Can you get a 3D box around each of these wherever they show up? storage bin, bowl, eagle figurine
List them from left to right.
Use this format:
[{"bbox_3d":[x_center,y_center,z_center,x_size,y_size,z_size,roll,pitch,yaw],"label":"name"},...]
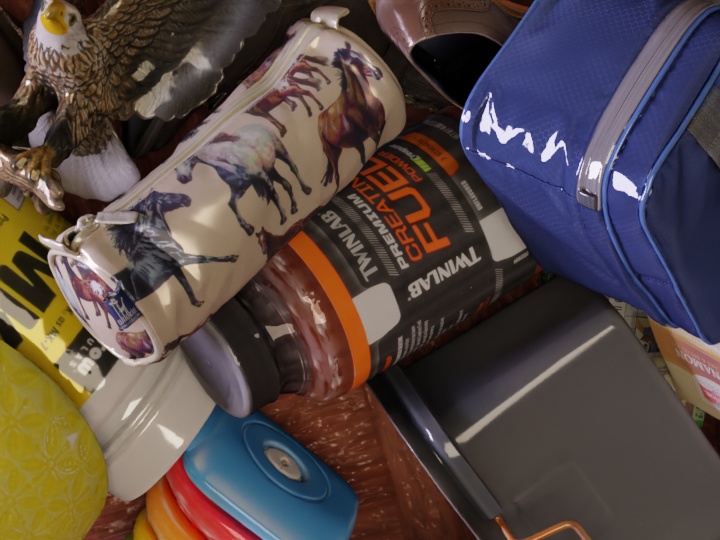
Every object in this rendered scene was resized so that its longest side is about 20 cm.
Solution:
[{"bbox_3d":[-0.244,0.117,1.523,0.200,0.108,0.200,16,142,13],"label":"bowl"},{"bbox_3d":[-0.136,-0.130,1.468,0.152,0.151,0.200,31,81,-25],"label":"eagle figurine"},{"bbox_3d":[0.117,0.105,1.590,0.134,0.146,0.200,-37,114,1],"label":"storage bin"}]

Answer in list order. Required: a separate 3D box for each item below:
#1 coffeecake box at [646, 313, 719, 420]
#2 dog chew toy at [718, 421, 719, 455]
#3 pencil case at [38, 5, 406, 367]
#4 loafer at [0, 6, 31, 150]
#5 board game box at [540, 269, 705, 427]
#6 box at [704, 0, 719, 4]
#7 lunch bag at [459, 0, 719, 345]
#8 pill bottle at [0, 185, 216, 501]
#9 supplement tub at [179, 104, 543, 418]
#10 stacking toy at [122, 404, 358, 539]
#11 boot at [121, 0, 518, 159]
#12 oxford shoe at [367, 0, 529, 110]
[{"bbox_3d":[0.280,0.012,1.555,0.200,0.154,0.073,-41,133,-18],"label":"coffeecake box"},{"bbox_3d":[0.302,0.074,1.631,0.200,0.125,0.125,-32,105,-7],"label":"dog chew toy"},{"bbox_3d":[-0.066,-0.044,1.468,0.200,0.078,0.089,-44,138,-16],"label":"pencil case"},{"bbox_3d":[-0.224,-0.123,1.541,0.073,0.071,0.200,-43,104,4],"label":"loafer"},{"bbox_3d":[0.156,-0.013,1.639,0.105,0.023,0.200,5,102,-6],"label":"board game box"},{"bbox_3d":[0.193,-0.232,1.513,0.200,0.131,0.199,40,80,-14],"label":"box"},{"bbox_3d":[0.158,-0.053,1.479,0.136,0.132,0.200,-56,146,-10],"label":"lunch bag"},{"bbox_3d":[-0.177,0.029,1.562,0.200,0.114,0.114,37,96,-14],"label":"pill bottle"},{"bbox_3d":[0.000,0.000,1.548,0.200,0.107,0.107,-32,106,-22],"label":"supplement tub"},{"bbox_3d":[-0.101,0.175,1.623,0.110,0.116,0.200,38,110,-6],"label":"stacking toy"},{"bbox_3d":[-0.019,-0.113,1.564,0.174,0.069,0.200,16,132,-30],"label":"boot"},{"bbox_3d":[0.076,-0.100,1.520,0.071,0.073,0.200,-37,138,27],"label":"oxford shoe"}]
